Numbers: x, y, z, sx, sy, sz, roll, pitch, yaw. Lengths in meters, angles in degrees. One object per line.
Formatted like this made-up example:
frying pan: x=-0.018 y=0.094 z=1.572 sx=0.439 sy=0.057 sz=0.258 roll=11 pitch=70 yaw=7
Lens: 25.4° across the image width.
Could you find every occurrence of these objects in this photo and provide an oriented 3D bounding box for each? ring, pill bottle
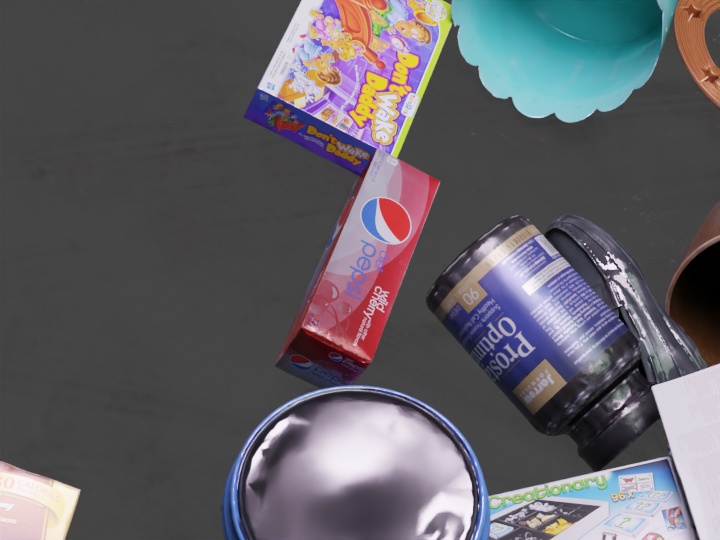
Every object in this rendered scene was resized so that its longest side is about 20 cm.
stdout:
ring: x=0.415 y=-0.226 z=1.649 sx=0.199 sy=0.019 sz=0.201 roll=11 pitch=57 yaw=-16
pill bottle: x=0.156 y=0.061 z=1.299 sx=0.112 sy=0.112 sz=0.200 roll=-34 pitch=77 yaw=-35

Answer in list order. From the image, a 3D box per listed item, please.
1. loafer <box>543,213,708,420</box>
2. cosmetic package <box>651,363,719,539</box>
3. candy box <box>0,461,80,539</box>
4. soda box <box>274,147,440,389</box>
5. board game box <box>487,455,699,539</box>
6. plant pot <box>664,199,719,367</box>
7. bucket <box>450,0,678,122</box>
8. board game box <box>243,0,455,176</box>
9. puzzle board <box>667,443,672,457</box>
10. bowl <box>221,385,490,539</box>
loafer: x=0.217 y=0.038 z=1.366 sx=0.070 sy=0.068 sz=0.201 roll=-26 pitch=70 yaw=-27
cosmetic package: x=0.275 y=0.153 z=1.153 sx=0.082 sy=0.051 sz=0.200 roll=-21 pitch=37 yaw=12
candy box: x=-0.271 y=0.220 z=1.049 sx=0.116 sy=0.057 sz=0.201 roll=21 pitch=53 yaw=-10
soda box: x=0.000 y=0.000 z=1.295 sx=0.063 sy=0.070 sz=0.201 roll=27 pitch=53 yaw=-7
board game box: x=0.151 y=0.216 z=1.177 sx=0.199 sy=0.035 sz=0.127 roll=-13 pitch=48 yaw=3
plant pot: x=0.377 y=-0.014 z=1.416 sx=0.186 sy=0.187 sz=0.200 roll=31 pitch=38 yaw=-3
bucket: x=0.196 y=-0.255 z=1.461 sx=0.207 sy=0.207 sz=0.135 roll=34 pitch=43 yaw=0
board game box: x=-0.005 y=-0.187 z=1.425 sx=0.134 sy=0.045 sz=0.201 roll=26 pitch=53 yaw=-6
puzzle board: x=0.275 y=0.161 z=1.264 sx=0.017 sy=0.151 sz=0.200 roll=35 pitch=53 yaw=-9
bowl: x=-0.002 y=0.172 z=1.171 sx=0.199 sy=0.039 sz=0.201 roll=2 pitch=53 yaw=-2
